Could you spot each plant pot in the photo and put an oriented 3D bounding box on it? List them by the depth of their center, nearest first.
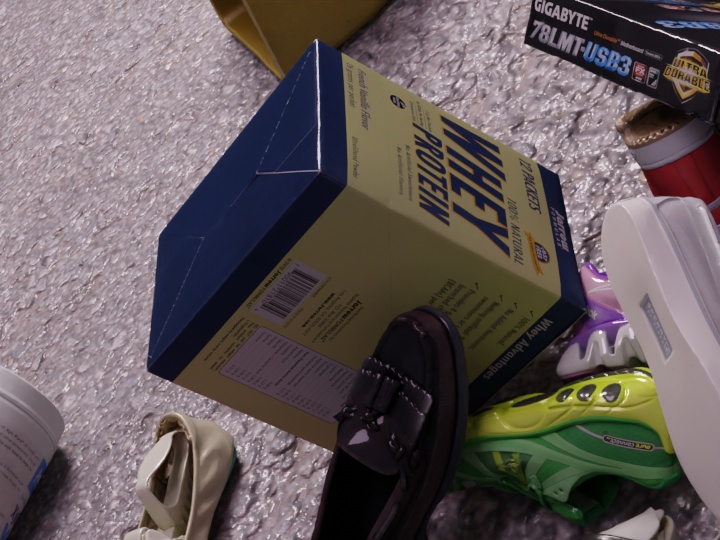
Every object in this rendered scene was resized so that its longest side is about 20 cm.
[{"bbox_3d":[-0.059,-0.333,1.449,0.200,0.194,0.196,-33,35,-6],"label":"plant pot"}]

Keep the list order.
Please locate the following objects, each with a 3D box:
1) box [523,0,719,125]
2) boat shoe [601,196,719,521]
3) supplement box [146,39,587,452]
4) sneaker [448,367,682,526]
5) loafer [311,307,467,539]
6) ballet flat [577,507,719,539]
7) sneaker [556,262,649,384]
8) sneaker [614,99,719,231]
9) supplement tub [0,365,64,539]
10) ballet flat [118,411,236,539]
[{"bbox_3d":[0.242,-0.138,0.985,0.198,0.200,0.050,37,123,55],"label":"box"},{"bbox_3d":[0.195,0.047,0.823,0.068,0.072,0.200,-11,59,-17],"label":"boat shoe"},{"bbox_3d":[0.000,0.000,0.979,0.200,0.200,0.134,-46,30,33],"label":"supplement box"},{"bbox_3d":[0.108,0.116,0.910,0.074,0.084,0.200,-19,-2,-39],"label":"sneaker"},{"bbox_3d":[0.012,0.119,0.901,0.072,0.063,0.200,33,119,43],"label":"loafer"},{"bbox_3d":[0.177,0.168,0.817,0.200,0.068,0.068,3,43,30],"label":"ballet flat"},{"bbox_3d":[0.209,0.014,0.914,0.200,0.080,0.089,-14,64,31],"label":"sneaker"},{"bbox_3d":[0.228,-0.063,1.021,0.071,0.113,0.200,-29,7,18],"label":"sneaker"},{"bbox_3d":[-0.334,0.177,1.190,0.132,0.132,0.200,-1,51,40],"label":"supplement tub"},{"bbox_3d":[-0.140,0.184,1.069,0.069,0.069,0.200,-17,42,27],"label":"ballet flat"}]
